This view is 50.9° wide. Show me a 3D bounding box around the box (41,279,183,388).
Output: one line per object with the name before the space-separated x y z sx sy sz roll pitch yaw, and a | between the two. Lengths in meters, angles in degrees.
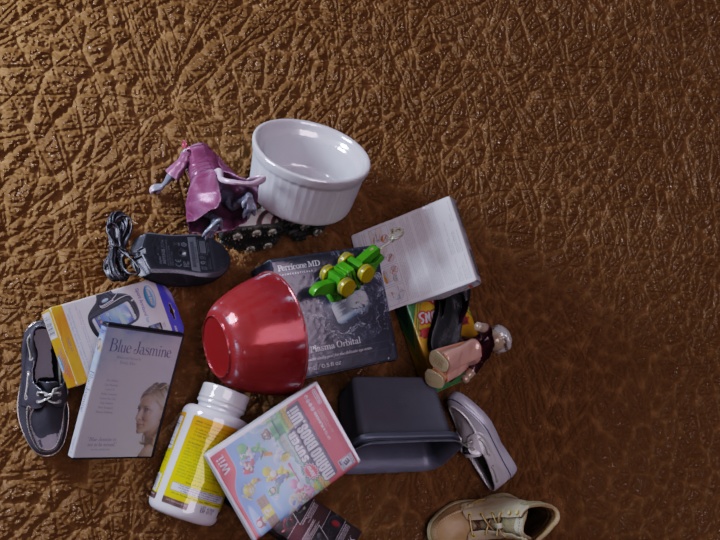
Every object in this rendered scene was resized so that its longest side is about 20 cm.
box | -0.369 0.090 1.156 0.199 0.041 0.120 -19 90 -48

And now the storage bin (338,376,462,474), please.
storage bin | 0.053 0.263 1.297 0.199 0.146 0.135 5 52 -22

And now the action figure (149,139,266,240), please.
action figure | -0.252 -0.151 1.212 0.133 0.149 0.201 -7 52 -33

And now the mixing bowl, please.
mixing bowl | -0.175 0.108 1.167 0.108 0.200 0.202 -11 86 -34

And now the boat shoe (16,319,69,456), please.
boat shoe | -0.467 0.173 1.112 0.072 0.063 0.202 -2 82 -23

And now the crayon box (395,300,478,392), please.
crayon box | 0.149 0.117 1.397 0.126 0.051 0.201 -20 90 -25

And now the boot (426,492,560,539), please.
boot | 0.230 0.443 1.321 0.199 0.155 0.073 -7 84 -24

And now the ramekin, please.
ramekin | -0.091 -0.162 1.264 0.199 0.098 0.201 14 35 -10

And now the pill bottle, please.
pill bottle | -0.241 0.280 1.168 0.109 0.109 0.201 24 73 -18

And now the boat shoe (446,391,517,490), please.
boat shoe | 0.213 0.315 1.379 0.067 0.073 0.200 -41 99 -26

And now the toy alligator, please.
toy alligator | 0.000 0.000 1.226 0.199 0.059 0.055 -35 136 -26

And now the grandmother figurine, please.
grandmother figurine | 0.200 0.140 1.342 0.199 0.122 0.061 -17 47 -41

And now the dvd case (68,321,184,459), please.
dvd case | -0.345 0.182 1.131 0.142 0.017 0.202 15 88 -50

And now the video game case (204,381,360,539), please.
video game case | -0.111 0.276 1.116 0.199 0.017 0.144 -31 94 -27

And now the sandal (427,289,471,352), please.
sandal | 0.169 0.059 1.360 0.075 0.048 0.202 12 77 -22

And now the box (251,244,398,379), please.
box | -0.062 0.074 1.276 0.195 0.117 0.202 -9 84 -24

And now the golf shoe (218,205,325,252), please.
golf shoe | -0.154 -0.089 1.296 0.199 0.077 0.089 -13 68 -29

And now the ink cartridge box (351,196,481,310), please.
ink cartridge box | 0.098 -0.020 1.347 0.050 0.199 0.163 19 53 -65

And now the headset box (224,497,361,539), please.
headset box | -0.118 0.379 1.184 0.200 0.148 0.075 38 67 -13

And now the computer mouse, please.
computer mouse | -0.309 -0.019 1.211 0.199 0.053 0.139 8 49 -24
